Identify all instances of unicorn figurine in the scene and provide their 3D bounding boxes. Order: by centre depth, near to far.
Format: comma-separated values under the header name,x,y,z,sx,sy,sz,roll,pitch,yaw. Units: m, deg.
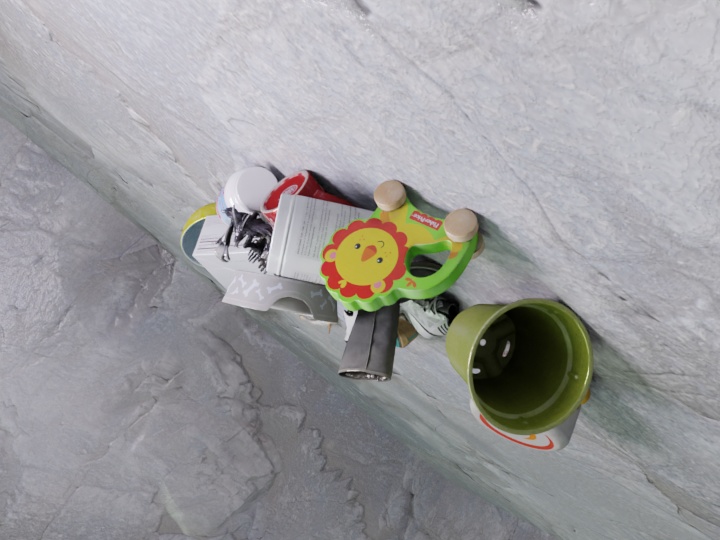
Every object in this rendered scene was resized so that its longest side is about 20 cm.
name,x,y,z,sx,sy,sz,roll,pitch,yaw
unicorn figurine,-0.120,0.134,2.027,0.136,0.074,0.200,23,176,12

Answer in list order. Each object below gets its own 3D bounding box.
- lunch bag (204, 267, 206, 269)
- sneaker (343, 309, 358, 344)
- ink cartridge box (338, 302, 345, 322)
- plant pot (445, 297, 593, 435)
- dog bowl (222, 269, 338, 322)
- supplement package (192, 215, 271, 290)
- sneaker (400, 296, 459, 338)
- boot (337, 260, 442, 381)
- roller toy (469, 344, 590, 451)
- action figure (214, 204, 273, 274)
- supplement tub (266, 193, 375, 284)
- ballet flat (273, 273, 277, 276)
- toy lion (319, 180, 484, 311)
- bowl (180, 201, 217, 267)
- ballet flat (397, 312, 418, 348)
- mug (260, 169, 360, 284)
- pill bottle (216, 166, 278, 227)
name,x,y,z,sx,sy,sz,roll,pitch,yaw
lunch bag,-0.319,-0.039,1.779,0.199,0.151,0.094,30,163,20
sneaker,0.001,0.099,1.373,0.080,0.074,0.200,35,152,-2
ink cartridge box,-0.028,0.057,1.523,0.196,0.043,0.201,37,153,56
plant pot,0.224,0.130,1.067,0.200,0.201,0.184,40,175,-15
dog bowl,-0.130,0.043,1.155,0.198,0.059,0.200,11,178,0
supplement package,-0.242,-0.042,1.540,0.198,0.112,0.156,-2,148,24
sneaker,0.117,0.047,1.277,0.200,0.076,0.115,44,148,-22
boot,0.056,0.088,1.165,0.181,0.201,0.073,-11,138,31
roller toy,0.298,0.220,1.214,0.181,0.140,0.200,22,157,13
action figure,-0.198,-0.049,1.256,0.118,0.103,0.200,20,171,16
supplement tub,-0.041,-0.041,1.087,0.198,0.133,0.132,12,166,-7
ballet flat,-0.116,-0.008,1.298,0.056,0.067,0.200,28,-175,12
toy lion,0.046,-0.020,0.962,0.199,0.192,0.069,26,162,32
bowl,-0.335,-0.104,1.666,0.200,0.199,0.108,54,-161,-48
ballet flat,0.062,0.107,1.529,0.200,0.063,0.069,43,154,48
mug,-0.058,-0.081,1.212,0.200,0.177,0.134,50,-163,-28
pill bottle,-0.220,-0.141,1.346,0.109,0.109,0.200,39,164,-11
